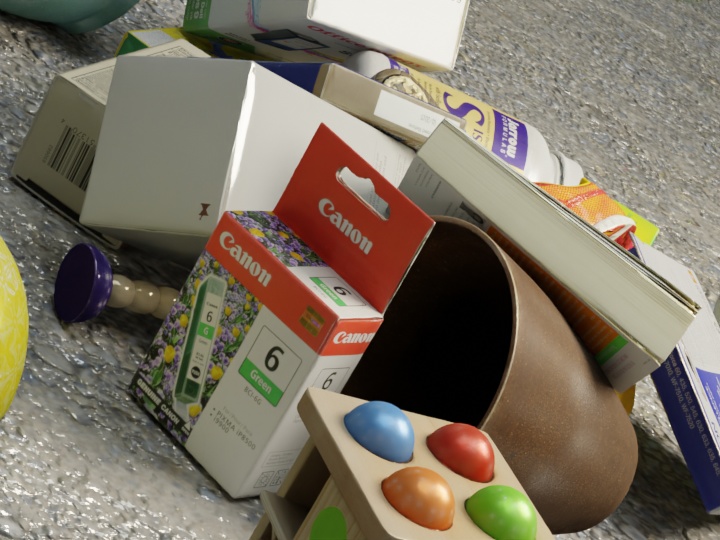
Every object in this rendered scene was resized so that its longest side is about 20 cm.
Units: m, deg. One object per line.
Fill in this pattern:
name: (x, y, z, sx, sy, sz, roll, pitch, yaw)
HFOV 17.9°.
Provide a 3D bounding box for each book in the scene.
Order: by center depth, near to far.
book: (0.110, -0.003, 1.469, 0.200, 0.048, 0.134, 38, -17, 2)

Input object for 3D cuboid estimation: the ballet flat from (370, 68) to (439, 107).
ballet flat: (0.058, -0.058, 1.658, 0.067, 0.046, 0.201, -17, 81, -24)

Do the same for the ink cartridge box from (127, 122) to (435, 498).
ink cartridge box: (-0.049, 0.023, 1.352, 0.109, 0.201, 0.050, 42, 24, 28)

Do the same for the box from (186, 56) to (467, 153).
box: (-0.031, -0.116, 1.604, 0.121, 0.033, 0.200, 20, -4, -34)

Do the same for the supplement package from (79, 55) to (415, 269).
supplement package: (-0.070, -0.056, 1.507, 0.116, 0.118, 0.200, 7, -10, 34)

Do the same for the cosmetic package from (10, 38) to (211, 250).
cosmetic package: (-0.151, -0.094, 1.635, 0.103, 0.087, 0.200, 35, 23, 12)

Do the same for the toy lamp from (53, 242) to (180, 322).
toy lamp: (-0.098, 0.027, 1.479, 0.199, 0.058, 0.058, 14, 26, -36)

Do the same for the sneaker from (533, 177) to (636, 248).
sneaker: (0.115, -0.025, 1.626, 0.077, 0.073, 0.200, 44, 28, 25)

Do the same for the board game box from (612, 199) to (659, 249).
board game box: (0.176, 0.021, 1.788, 0.048, 0.102, 0.200, 33, 21, 4)

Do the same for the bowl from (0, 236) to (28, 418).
bowl: (-0.264, -0.008, 1.272, 0.199, 0.108, 0.200, 26, 22, -12)

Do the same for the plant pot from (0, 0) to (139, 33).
plant pot: (-0.234, -0.276, 1.825, 0.134, 0.200, 0.201, 49, 9, -34)

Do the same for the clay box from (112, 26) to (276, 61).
clay box: (-0.107, -0.153, 1.878, 0.115, 0.048, 0.200, 37, 21, 18)

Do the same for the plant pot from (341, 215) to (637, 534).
plant pot: (0.083, 0.090, 1.445, 0.200, 0.187, 0.187, 31, 16, -42)

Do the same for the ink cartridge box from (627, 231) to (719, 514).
ink cartridge box: (0.239, 0.080, 1.648, 0.200, 0.047, 0.199, 16, 51, -65)

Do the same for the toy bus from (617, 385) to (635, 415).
toy bus: (0.095, 0.061, 1.599, 0.199, 0.065, 0.078, 15, -15, -35)

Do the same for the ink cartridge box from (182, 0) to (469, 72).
ink cartridge box: (-0.028, -0.214, 1.815, 0.145, 0.088, 0.200, 15, -7, -34)

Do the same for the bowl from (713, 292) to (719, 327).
bowl: (0.370, 0.081, 1.922, 0.200, 0.091, 0.201, 25, 22, -11)

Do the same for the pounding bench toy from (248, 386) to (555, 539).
pounding bench toy: (0.026, 0.177, 1.172, 0.124, 0.156, 0.200, 16, 26, -33)

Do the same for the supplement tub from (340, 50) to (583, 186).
supplement tub: (0.057, -0.068, 1.769, 0.199, 0.146, 0.146, 23, 22, -16)
